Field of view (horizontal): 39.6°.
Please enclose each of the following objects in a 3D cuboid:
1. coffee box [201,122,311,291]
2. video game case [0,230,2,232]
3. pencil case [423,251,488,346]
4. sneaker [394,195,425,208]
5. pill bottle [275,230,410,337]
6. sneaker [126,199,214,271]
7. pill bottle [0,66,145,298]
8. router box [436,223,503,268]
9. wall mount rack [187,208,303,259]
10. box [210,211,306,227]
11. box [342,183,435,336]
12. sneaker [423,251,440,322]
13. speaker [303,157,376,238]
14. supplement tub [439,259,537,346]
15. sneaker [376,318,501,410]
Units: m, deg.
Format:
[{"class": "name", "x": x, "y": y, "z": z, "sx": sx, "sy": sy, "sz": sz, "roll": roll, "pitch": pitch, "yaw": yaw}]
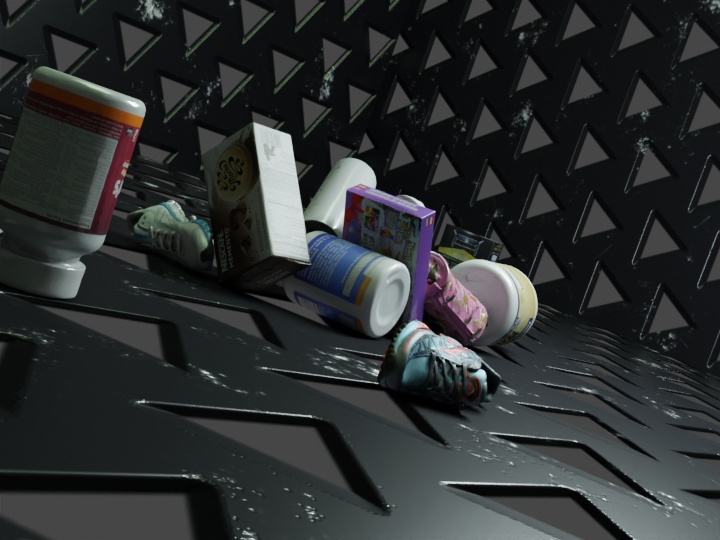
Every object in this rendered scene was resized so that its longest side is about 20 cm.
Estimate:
[{"class": "coffee box", "x": -0.147, "y": -0.086, "z": 1.396, "sx": 0.113, "sy": 0.201, "sz": 0.080, "roll": -24, "pitch": -23, "yaw": 36}, {"class": "video game case", "x": -0.503, "y": -0.086, "z": 1.155, "sx": 0.199, "sy": 0.024, "sz": 0.182, "roll": 20, "pitch": 5, "yaw": -6}, {"class": "pencil case", "x": 0.132, "y": 0.046, "z": 1.553, "sx": 0.086, "sy": 0.083, "sz": 0.200, "roll": 16, "pitch": -18, "yaw": 34}, {"class": "sneaker", "x": 0.079, "y": -0.073, "z": 1.532, "sx": 0.081, "sy": 0.074, "sz": 0.200, "roll": 12, "pitch": 3, "yaw": -20}, {"class": "pill bottle", "x": -0.039, "y": 0.010, "z": 1.423, "sx": 0.199, "sy": 0.113, "sz": 0.112, "roll": 23, "pitch": 6, "yaw": 28}, {"class": "sneaker", "x": -0.276, "y": -0.044, "z": 1.428, "sx": 0.086, "sy": 0.076, "sz": 0.200, "roll": -8, "pitch": 21, "yaw": -33}, {"class": "pill bottle", "x": -0.285, "y": -0.082, "z": 0.955, "sx": 0.109, "sy": 0.201, "sz": 0.110, "roll": 19, "pitch": 5, "yaw": -2}, {"class": "router box", "x": 0.318, "y": -0.037, "z": 3.012, "sx": 0.052, "sy": 0.158, "sz": 0.199, "roll": 14, "pitch": 8, "yaw": -46}, {"class": "wall mount rack", "x": -0.188, "y": -0.059, "z": 1.558, "sx": 0.199, "sy": 0.075, "sz": 0.173, "roll": 17, "pitch": -20, "yaw": -31}, {"class": "box", "x": -0.170, "y": -0.066, "z": 1.678, "sx": 0.120, "sy": 0.033, "sz": 0.200, "roll": 17, "pitch": -25, "yaw": -28}, {"class": "box", "x": 0.034, "y": -0.011, "z": 1.461, "sx": 0.136, "sy": 0.201, "sz": 0.039, "roll": 23, "pitch": 31, "yaw": 31}, {"class": "sneaker", "x": 0.113, "y": 0.055, "z": 1.757, "sx": 0.069, "sy": 0.100, "sz": 0.201, "roll": 6, "pitch": -30, "yaw": 18}, {"class": "speaker", "x": -0.040, "y": -0.096, "z": 1.564, "sx": 0.081, "sy": 0.082, "sz": 0.200, "roll": 20, "pitch": 38, "yaw": 5}, {"class": "supplement tub", "x": 0.225, "y": 0.058, "z": 1.734, "sx": 0.144, "sy": 0.145, "sz": 0.200, "roll": 22, "pitch": 6, "yaw": 24}, {"class": "sneaker", "x": 0.096, "y": 0.109, "z": 1.101, "sx": 0.095, "sy": 0.080, "sz": 0.200, "roll": 25, "pitch": 7, "yaw": 31}]
